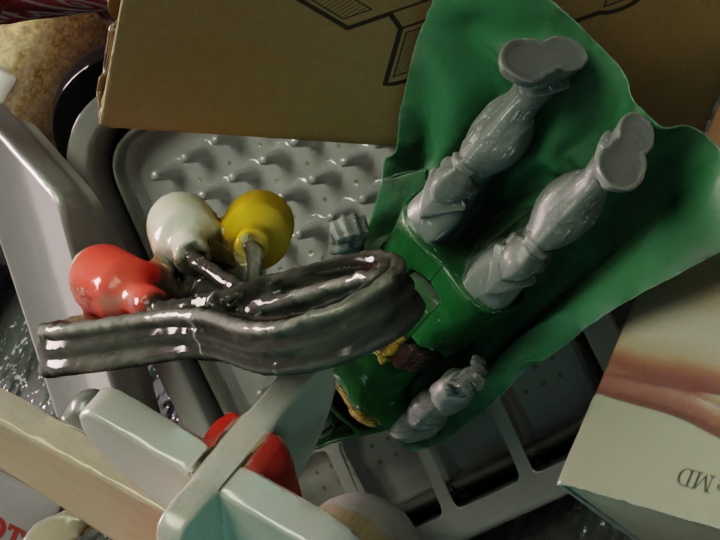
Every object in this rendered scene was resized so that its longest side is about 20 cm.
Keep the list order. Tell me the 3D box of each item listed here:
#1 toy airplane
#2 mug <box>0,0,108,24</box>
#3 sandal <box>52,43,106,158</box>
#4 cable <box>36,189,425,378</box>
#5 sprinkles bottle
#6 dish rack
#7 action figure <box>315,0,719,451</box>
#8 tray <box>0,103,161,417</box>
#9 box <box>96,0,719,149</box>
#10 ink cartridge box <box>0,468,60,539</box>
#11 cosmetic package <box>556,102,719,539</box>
[{"bbox_3d":[-0.028,0.105,0.725,0.198,0.201,0.141,-23,7,43],"label":"toy airplane"},{"bbox_3d":[-0.132,-0.147,0.824,0.176,0.135,0.200,-24,12,-24],"label":"mug"},{"bbox_3d":[-0.053,-0.069,0.927,0.199,0.075,0.045,-15,54,32],"label":"sandal"},{"bbox_3d":[-0.048,0.004,0.660,0.096,0.051,0.200,-20,6,-13],"label":"cable"},{"bbox_3d":[-0.168,-0.061,1.027,0.068,0.068,0.201,21,80,47],"label":"sprinkles bottle"},{"bbox_3d":[0.000,0.000,0.795,0.171,0.043,0.201,-28,88,27],"label":"dish rack"},{"bbox_3d":[0.025,0.004,0.706,0.118,0.055,0.200,49,139,11],"label":"action figure"},{"bbox_3d":[-0.102,0.027,0.844,0.022,0.201,0.107,-25,39,-17],"label":"tray"},{"bbox_3d":[0.029,-0.102,0.670,0.164,0.198,0.021,107,161,-44],"label":"box"},{"bbox_3d":[-0.226,0.151,0.888,0.083,0.144,0.201,8,69,44],"label":"ink cartridge box"},{"bbox_3d":[0.154,0.001,0.684,0.103,0.087,0.201,11,72,44],"label":"cosmetic package"}]
